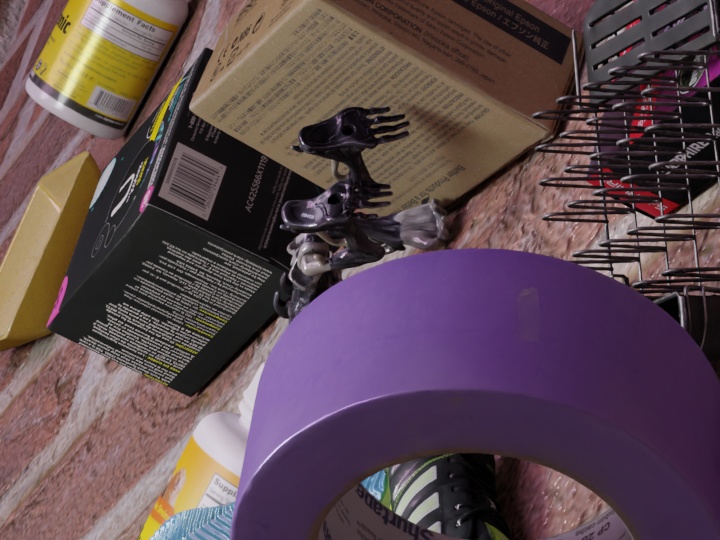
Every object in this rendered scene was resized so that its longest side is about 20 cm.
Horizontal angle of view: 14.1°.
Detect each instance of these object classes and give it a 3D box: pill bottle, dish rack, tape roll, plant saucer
[{"bbox_3d":[-0.237,-0.239,2.853,0.200,0.111,0.111,-60,15,10],"label":"pill bottle"},{"bbox_3d":[0.124,-0.046,1.311,0.153,0.054,0.200,154,113,-64],"label":"dish rack"},{"bbox_3d":[0.050,0.093,1.174,0.200,0.200,0.085,-52,18,36],"label":"tape roll"},{"bbox_3d":[-0.067,0.156,1.634,0.200,0.109,0.109,-62,15,6],"label":"pill bottle"},{"bbox_3d":[-0.307,-0.006,2.819,0.200,0.048,0.200,-67,15,-14],"label":"plant saucer"}]

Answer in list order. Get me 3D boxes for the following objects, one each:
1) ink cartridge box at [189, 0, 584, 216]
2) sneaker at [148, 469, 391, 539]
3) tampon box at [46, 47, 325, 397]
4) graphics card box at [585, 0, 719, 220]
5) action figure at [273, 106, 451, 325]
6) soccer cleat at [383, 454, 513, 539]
[{"bbox_3d":[0.013,-0.115,1.710,0.200,0.165,0.075,-35,30,60],"label":"ink cartridge box"},{"bbox_3d":[-0.037,0.148,1.529,0.200,0.081,0.077,-30,62,33],"label":"sneaker"},{"bbox_3d":[-0.116,-0.032,2.074,0.200,0.126,0.150,-44,24,52],"label":"tampon box"},{"bbox_3d":[0.184,-0.119,1.368,0.200,0.051,0.126,-38,29,56],"label":"graphics card box"},{"bbox_3d":[0.000,0.000,1.702,0.200,0.102,0.119,92,-177,-56],"label":"action figure"},{"bbox_3d":[0.047,0.131,1.406,0.081,0.068,0.200,-26,37,38],"label":"soccer cleat"}]
